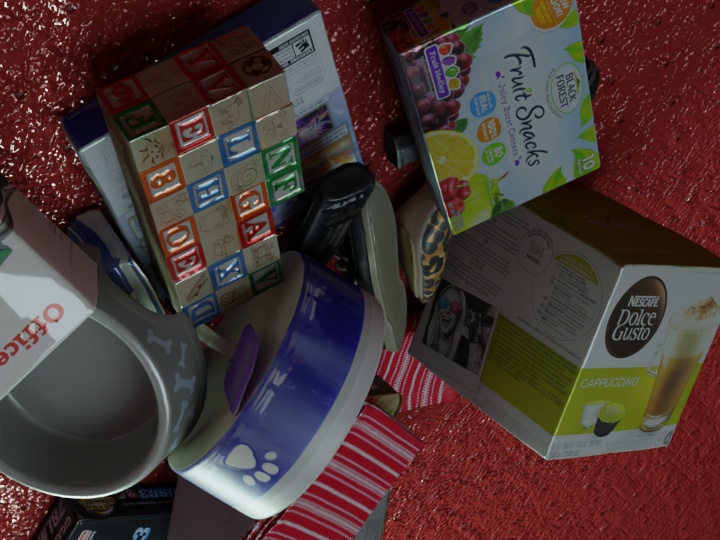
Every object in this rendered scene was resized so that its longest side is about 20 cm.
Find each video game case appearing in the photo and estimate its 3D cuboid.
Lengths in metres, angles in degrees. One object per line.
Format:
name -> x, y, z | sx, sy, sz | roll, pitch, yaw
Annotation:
video game case -> -0.103, -0.093, 0.914 | 0.199, 0.046, 0.182 | -32, 143, -10

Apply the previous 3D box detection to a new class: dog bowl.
dog bowl -> -0.215, 0.081, 0.888 | 0.197, 0.059, 0.202 | 5, 118, 8
dog bowl -> -0.069, 0.088, 0.954 | 0.078, 0.201, 0.201 | 32, 108, -19

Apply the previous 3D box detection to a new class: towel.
towel -> -0.028, 0.216, 1.105 | 0.201, 0.022, 0.145 | -53, 144, -5
towel -> 0.039, 0.102, 1.257 | 0.198, 0.023, 0.146 | -10, 134, -34

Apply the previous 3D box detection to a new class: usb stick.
usb stick -> -0.031, -0.038, 0.977 | 0.055, 0.033, 0.200 | -23, 170, -17

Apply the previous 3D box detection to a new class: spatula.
spatula -> -0.119, 0.048, 0.934 | 0.020, 0.200, 0.057 | 17, 100, -34

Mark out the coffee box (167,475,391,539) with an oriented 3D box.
coffee box -> -0.076, 0.241, 1.193 | 0.199, 0.114, 0.081 | 9, 91, -49

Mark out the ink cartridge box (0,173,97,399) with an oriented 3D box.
ink cartridge box -> -0.281, -0.006, 0.748 | 0.146, 0.084, 0.200 | -42, 113, 5

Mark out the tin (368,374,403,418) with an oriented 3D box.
tin -> -0.025, 0.150, 1.149 | 0.112, 0.042, 0.200 | -50, 160, 13

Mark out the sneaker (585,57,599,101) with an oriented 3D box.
sneaker -> 0.141, -0.179, 1.015 | 0.198, 0.071, 0.083 | 7, 131, -41

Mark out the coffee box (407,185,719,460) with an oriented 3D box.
coffee box -> 0.205, 0.040, 1.168 | 0.198, 0.200, 0.200 | 2, 114, -42

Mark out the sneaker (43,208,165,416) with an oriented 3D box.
sneaker -> -0.213, 0.058, 0.950 | 0.114, 0.081, 0.200 | -28, 145, -18

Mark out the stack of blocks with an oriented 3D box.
stack of blocks -> -0.103, -0.060, 0.860 | 0.114, 0.059, 0.201 | -27, 143, -16

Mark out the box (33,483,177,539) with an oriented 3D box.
box -> -0.247, 0.298, 1.209 | 0.197, 0.050, 0.201 | 8, 123, -47

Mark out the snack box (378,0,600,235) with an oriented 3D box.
snack box -> 0.108, -0.136, 0.951 | 0.141, 0.053, 0.201 | -26, 138, -3

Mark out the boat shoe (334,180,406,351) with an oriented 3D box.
boat shoe -> 0.000, 0.000, 1.084 | 0.062, 0.073, 0.201 | 6, 139, 16

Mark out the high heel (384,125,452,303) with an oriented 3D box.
high heel -> 0.099, -0.062, 1.099 | 0.141, 0.072, 0.202 | -20, 132, -15
